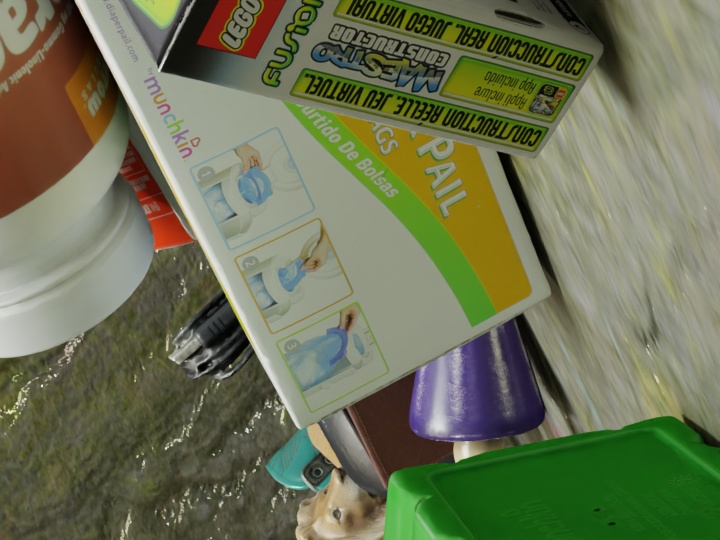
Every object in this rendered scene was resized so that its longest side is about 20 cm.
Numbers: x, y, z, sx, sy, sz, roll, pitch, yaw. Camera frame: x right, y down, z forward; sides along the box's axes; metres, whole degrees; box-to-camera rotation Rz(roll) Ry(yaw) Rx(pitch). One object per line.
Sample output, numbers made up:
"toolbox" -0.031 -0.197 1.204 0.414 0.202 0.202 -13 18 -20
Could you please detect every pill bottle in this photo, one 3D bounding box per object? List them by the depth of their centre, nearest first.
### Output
"pill bottle" -0.148 -0.071 0.750 0.201 0.111 0.112 65 175 -35

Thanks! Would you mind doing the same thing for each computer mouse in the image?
"computer mouse" -0.006 0.036 1.049 0.200 0.138 0.053 43 167 47

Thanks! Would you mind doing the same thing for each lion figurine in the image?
"lion figurine" 0.010 0.092 1.145 0.073 0.122 0.200 63 176 -20

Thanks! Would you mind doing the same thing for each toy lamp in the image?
"toy lamp" 0.051 0.114 0.885 0.058 0.058 0.202 -137 44 -77

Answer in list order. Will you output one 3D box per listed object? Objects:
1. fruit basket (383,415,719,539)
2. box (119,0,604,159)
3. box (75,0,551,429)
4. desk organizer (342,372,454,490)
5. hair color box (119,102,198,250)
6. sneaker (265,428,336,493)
"fruit basket" 0.089 0.157 0.585 0.216 0.154 0.218 169 90 -82
"box" -0.031 -0.110 0.541 0.109 0.035 0.201 10 -146 -36
"box" -0.027 -0.067 0.722 0.201 0.101 0.113 65 175 -37
"desk organizer" 0.000 0.000 0.987 0.200 0.077 0.072 58 174 47
"hair color box" -0.083 -0.122 0.844 0.201 0.111 0.064 60 159 -10
"sneaker" -0.009 0.078 1.295 0.201 0.120 0.084 62 176 -2
